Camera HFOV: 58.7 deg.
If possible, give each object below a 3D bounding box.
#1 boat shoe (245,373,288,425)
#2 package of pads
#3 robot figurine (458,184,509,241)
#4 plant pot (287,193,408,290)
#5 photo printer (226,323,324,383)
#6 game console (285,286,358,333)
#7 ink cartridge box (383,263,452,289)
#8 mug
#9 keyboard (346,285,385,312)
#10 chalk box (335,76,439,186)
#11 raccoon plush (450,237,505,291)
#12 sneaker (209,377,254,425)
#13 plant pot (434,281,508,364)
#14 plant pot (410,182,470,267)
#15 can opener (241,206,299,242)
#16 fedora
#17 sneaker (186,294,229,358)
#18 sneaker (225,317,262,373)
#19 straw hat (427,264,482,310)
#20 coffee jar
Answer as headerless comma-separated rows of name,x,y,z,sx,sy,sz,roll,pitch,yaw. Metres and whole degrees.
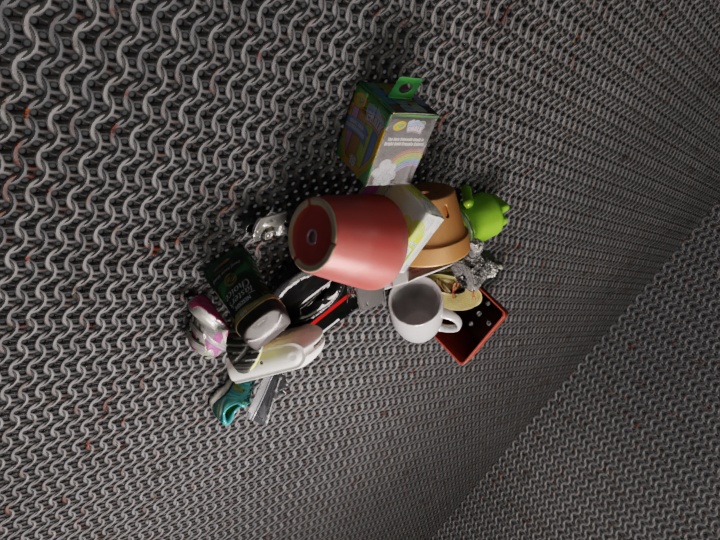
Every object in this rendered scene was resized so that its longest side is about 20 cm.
boat shoe,-0.207,0.278,1.549,0.202,0.067,0.072,-67,-176,-37
package of pads,0.069,-0.115,1.344,0.068,0.201,0.155,14,119,-48
robot figurine,0.280,-0.123,1.617,0.198,0.116,0.177,-26,138,-19
plant pot,-0.034,-0.062,1.259,0.176,0.201,0.202,3,127,-46
photo printer,-0.178,0.180,1.429,0.196,0.071,0.166,-16,-173,14
game console,-0.100,0.098,1.578,0.199,0.031,0.177,-37,149,-5
ink cartridge box,0.119,-0.011,1.536,0.115,0.069,0.199,-20,180,-28
mug,0.177,0.123,1.730,0.176,0.196,0.150,74,31,-61
keyboard,0.000,0.000,1.525,0.102,0.040,0.203,-18,117,-20
chalk box,0.054,-0.280,1.219,0.123,0.124,0.202,-7,133,-37
raccoon plush,0.316,-0.029,1.598,0.133,0.097,0.200,-30,166,-23
sneaker,-0.286,0.292,1.562,0.201,0.080,0.077,-51,145,13
plant pot,0.324,0.131,1.890,0.201,0.200,0.175,-53,155,19
plant pot,0.147,-0.112,1.445,0.197,0.199,0.143,-19,116,-28
can opener,-0.149,-0.107,1.286,0.198,0.067,0.054,-22,140,-46
fedora,-0.132,0.033,1.411,0.198,0.092,0.202,-23,143,-18
sneaker,-0.324,0.130,1.343,0.088,0.081,0.201,-33,145,-13
sneaker,-0.234,0.121,1.339,0.076,0.204,0.091,0,154,-2
straw hat,0.249,0.027,1.765,0.202,0.197,0.086,65,39,-55
coffee jar,-0.220,0.054,1.251,0.104,0.201,0.086,-38,146,-3
